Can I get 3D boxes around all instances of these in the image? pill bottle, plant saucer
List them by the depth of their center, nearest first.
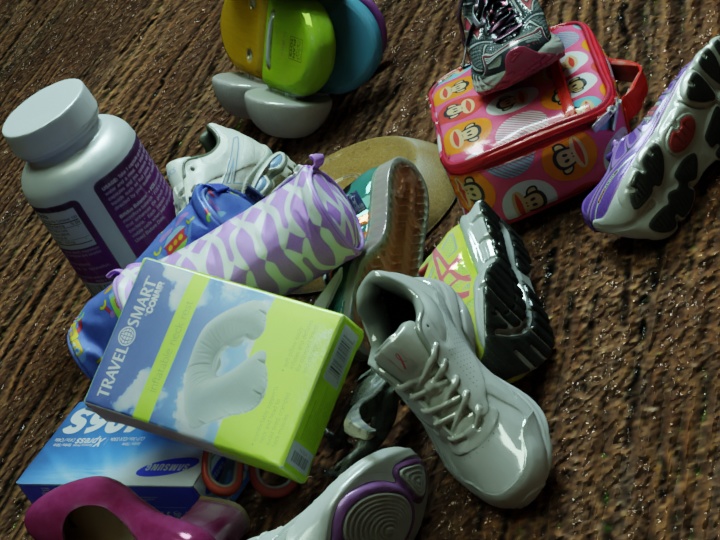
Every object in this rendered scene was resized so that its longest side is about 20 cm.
[{"bbox_3d":[-0.009,-0.058,1.892,0.199,0.036,0.201,-24,28,14],"label":"plant saucer"},{"bbox_3d":[-0.227,-0.064,1.943,0.112,0.200,0.112,-24,28,13],"label":"pill bottle"}]

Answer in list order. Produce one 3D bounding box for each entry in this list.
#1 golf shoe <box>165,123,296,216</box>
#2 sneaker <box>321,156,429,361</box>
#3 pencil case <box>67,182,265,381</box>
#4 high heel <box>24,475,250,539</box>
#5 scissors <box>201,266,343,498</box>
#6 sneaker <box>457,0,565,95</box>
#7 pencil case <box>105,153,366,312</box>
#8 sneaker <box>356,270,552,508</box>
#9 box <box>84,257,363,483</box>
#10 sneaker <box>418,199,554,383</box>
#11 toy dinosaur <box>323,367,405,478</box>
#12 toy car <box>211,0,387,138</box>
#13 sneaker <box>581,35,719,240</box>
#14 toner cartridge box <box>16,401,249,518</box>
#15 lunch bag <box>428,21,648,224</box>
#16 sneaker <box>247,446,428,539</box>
[{"bbox_3d":[-0.139,-0.048,1.922,0.078,0.097,0.200,-48,9,45],"label":"golf shoe"},{"bbox_3d":[0.000,0.000,1.749,0.080,0.071,0.201,-24,34,34],"label":"sneaker"},{"bbox_3d":[-0.155,0.011,1.804,0.200,0.087,0.078,-46,-22,23],"label":"pencil case"},{"bbox_3d":[-0.180,0.203,1.601,0.199,0.068,0.096,4,31,29],"label":"high heel"},{"bbox_3d":[-0.065,0.078,1.641,0.073,0.014,0.201,12,66,1],"label":"scissors"},{"bbox_3d":[0.111,-0.202,1.801,0.080,0.075,0.200,-25,23,5],"label":"sneaker"},{"bbox_3d":[-0.093,-0.008,1.698,0.199,0.086,0.084,-30,1,12],"label":"pencil case"},{"bbox_3d":[0.051,0.078,1.482,0.078,0.099,0.200,-47,54,15],"label":"sneaker"},{"bbox_3d":[-0.109,0.068,1.608,0.199,0.048,0.122,15,75,28],"label":"box"},{"bbox_3d":[0.082,0.033,1.624,0.090,0.078,0.200,-37,22,17],"label":"sneaker"},{"bbox_3d":[0.005,0.105,1.567,0.088,0.047,0.200,-58,-2,23],"label":"toy dinosaur"},{"bbox_3d":[-0.051,-0.224,2.112,0.149,0.176,0.200,-1,16,-26],"label":"toy car"},{"bbox_3d":[0.231,-0.104,1.685,0.083,0.081,0.200,-2,40,53],"label":"sneaker"},{"bbox_3d":[-0.165,0.146,1.704,0.199,0.043,0.095,-5,39,41],"label":"toner cartridge box"},{"bbox_3d":[0.150,-0.124,1.801,0.175,0.082,0.200,-22,26,8],"label":"lunch bag"},{"bbox_3d":[-0.040,0.184,1.478,0.200,0.075,0.099,-42,30,-21],"label":"sneaker"}]
